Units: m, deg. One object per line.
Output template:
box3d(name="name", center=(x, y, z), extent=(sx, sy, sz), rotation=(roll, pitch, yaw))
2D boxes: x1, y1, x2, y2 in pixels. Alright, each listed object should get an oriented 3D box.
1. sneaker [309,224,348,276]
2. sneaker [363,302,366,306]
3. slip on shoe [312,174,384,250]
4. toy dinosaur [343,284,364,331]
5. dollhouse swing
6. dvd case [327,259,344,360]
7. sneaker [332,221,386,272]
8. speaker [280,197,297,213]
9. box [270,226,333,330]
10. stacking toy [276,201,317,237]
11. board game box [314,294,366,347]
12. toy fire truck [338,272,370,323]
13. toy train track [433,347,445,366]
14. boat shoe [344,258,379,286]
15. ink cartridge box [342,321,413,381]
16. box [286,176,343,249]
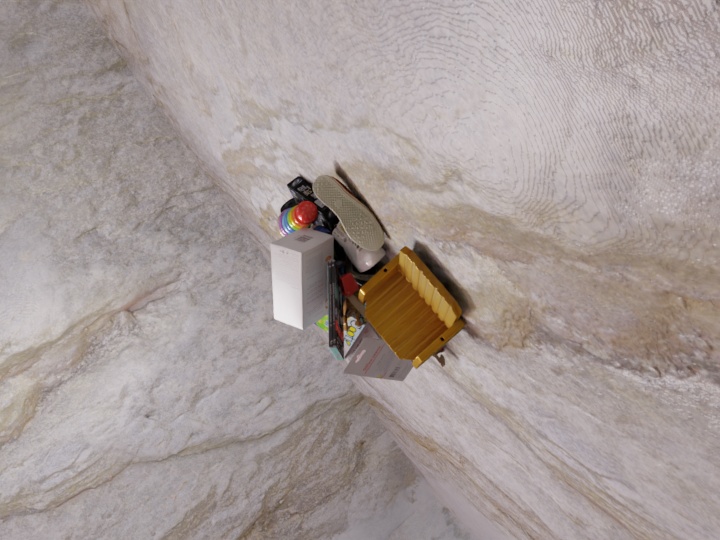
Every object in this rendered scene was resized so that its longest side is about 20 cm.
box3d(name="sneaker", center=(-0.074, -0.012, 1.669), extent=(0.089, 0.078, 0.202), rotation=(23, 137, 54))
box3d(name="sneaker", center=(0.078, 0.136, 1.730), extent=(0.201, 0.093, 0.070), rotation=(58, 167, -22))
box3d(name="slip on shoe", center=(-0.020, -0.127, 1.442), extent=(0.200, 0.074, 0.061), rotation=(46, -157, 2))
box3d(name="toy dinosaur", center=(-0.028, 0.097, 1.659), extent=(0.200, 0.060, 0.108), rotation=(-76, -21, -67))
box3d(name="dollhouse swing", center=(0.094, 0.077, 1.356), extent=(0.201, 0.181, 0.176), rotation=(50, -172, 12))
box3d(name="dvd case", center=(-0.056, 0.094, 1.551), extent=(0.146, 0.022, 0.203), rotation=(73, -165, -72))
box3d(name="sneaker", center=(-0.014, -0.064, 1.554), extent=(0.116, 0.074, 0.200), rotation=(52, 170, -13))
box3d(name="speaker", center=(-0.149, -0.111, 1.913), extent=(0.081, 0.081, 0.201), rotation=(34, 157, 56))
box3d(name="box", center=(-0.136, 0.017, 1.604), extent=(0.097, 0.124, 0.202), rotation=(17, 119, 30))
box3d(name="stacking toy", center=(-0.152, -0.129, 1.679), extent=(0.086, 0.085, 0.200), rotation=(53, 164, -6))
box3d(name="board game box", center=(-0.040, 0.112, 1.787), extent=(0.199, 0.105, 0.103), rotation=(33, 130, -3))
box3d(name="toy fire truck", center=(0.050, 0.078, 1.541), extent=(0.202, 0.140, 0.049), rotation=(63, 168, -3))
box3d(name="toy train track", center=(0.152, 0.144, 1.638), extent=(0.201, 0.032, 0.115), rotation=(54, 177, 25))
box3d(name="boat shoe", center=(0.000, 0.000, 1.693), extent=(0.200, 0.071, 0.063), rotation=(40, 154, 56))
box3d(name="ink cartridge box", center=(0.045, 0.190, 1.584), extent=(0.199, 0.116, 0.068), rotation=(14, -153, -40))
box3d(name="box", center=(-0.099, -0.140, 1.728), extent=(0.200, 0.043, 0.161), rotation=(39, 162, 50))
